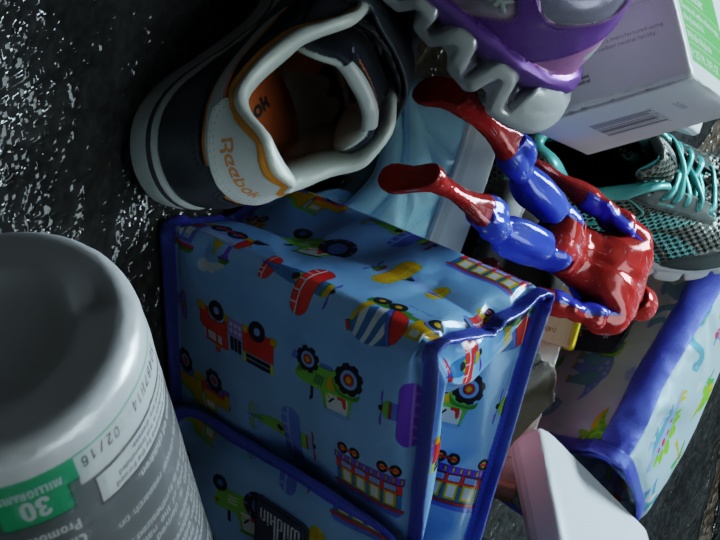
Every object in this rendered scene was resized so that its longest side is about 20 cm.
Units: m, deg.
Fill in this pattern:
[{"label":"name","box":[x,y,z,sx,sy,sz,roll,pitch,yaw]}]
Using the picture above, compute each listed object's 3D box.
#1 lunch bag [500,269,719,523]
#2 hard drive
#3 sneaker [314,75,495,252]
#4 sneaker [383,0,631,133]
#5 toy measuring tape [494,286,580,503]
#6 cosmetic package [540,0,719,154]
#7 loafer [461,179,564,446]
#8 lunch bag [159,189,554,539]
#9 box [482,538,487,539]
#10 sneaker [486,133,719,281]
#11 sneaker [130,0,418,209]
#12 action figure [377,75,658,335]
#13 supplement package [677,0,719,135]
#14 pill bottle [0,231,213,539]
[{"label":"lunch bag","box":[0.158,0.067,1.085,0.171,0.127,0.200,-59,-177,-20]},{"label":"hard drive","box":[0.133,0.197,0.931,0.132,0.026,0.201,45,27,-40]},{"label":"sneaker","box":[0.000,0.000,0.859,0.074,0.081,0.201,154,-45,-77]},{"label":"sneaker","box":[0.032,-0.146,0.701,0.088,0.200,0.081,-40,-157,35]},{"label":"toy measuring tape","box":[0.105,0.036,1.023,0.074,0.073,0.202,34,71,-62]},{"label":"cosmetic package","box":[0.104,-0.165,0.820,0.107,0.084,0.202,6,71,-66]},{"label":"loafer","box":[0.062,0.058,0.856,0.073,0.071,0.201,166,-55,-78]},{"label":"lunch bag","box":[-0.015,0.083,0.793,0.094,0.150,0.202,-22,128,-50]},{"label":"box","box":[0.100,0.250,1.212,0.050,0.075,0.200,-55,151,-21]},{"label":"sneaker","box":[0.154,-0.044,0.957,0.091,0.198,0.078,141,-51,-64]},{"label":"sneaker","box":[-0.008,-0.094,0.753,0.200,0.079,0.079,-52,129,-32]},{"label":"action figure","box":[0.083,-0.020,0.809,0.200,0.051,0.066,33,70,-43]},{"label":"supplement package","box":[0.143,-0.191,0.934,0.121,0.119,0.201,15,94,-64]},{"label":"pill bottle","box":[-0.115,0.093,0.658,0.113,0.112,0.201,-50,146,-33]}]
